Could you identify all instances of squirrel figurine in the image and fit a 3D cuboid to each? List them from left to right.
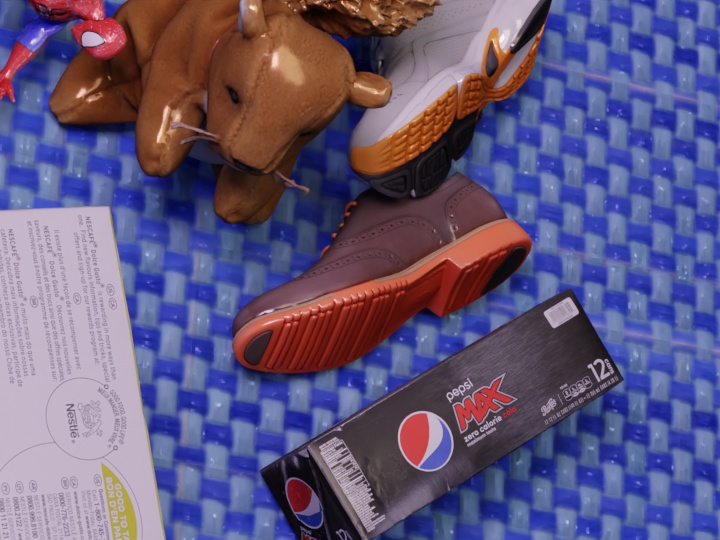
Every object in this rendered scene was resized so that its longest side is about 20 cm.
[{"bbox_3d":[-0.046,-0.125,1.544,0.141,0.187,0.200,36,80,-14],"label":"squirrel figurine"}]

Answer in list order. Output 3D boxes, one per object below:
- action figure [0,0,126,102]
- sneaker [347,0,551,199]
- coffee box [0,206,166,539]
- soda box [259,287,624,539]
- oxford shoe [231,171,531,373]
[{"bbox_3d":[-0.215,-0.164,1.548,0.200,0.065,0.099,40,77,11],"label":"action figure"},{"bbox_3d":[0.030,-0.113,1.662,0.092,0.076,0.200,25,40,16],"label":"sneaker"},{"bbox_3d":[-0.225,0.097,1.394,0.197,0.200,0.201,-4,74,-28],"label":"coffee box"},{"bbox_3d":[0.046,0.086,1.609,0.200,0.071,0.063,-29,88,-31],"label":"soda box"},{"bbox_3d":[0.000,0.000,1.628,0.200,0.071,0.073,-20,64,-36],"label":"oxford shoe"}]
